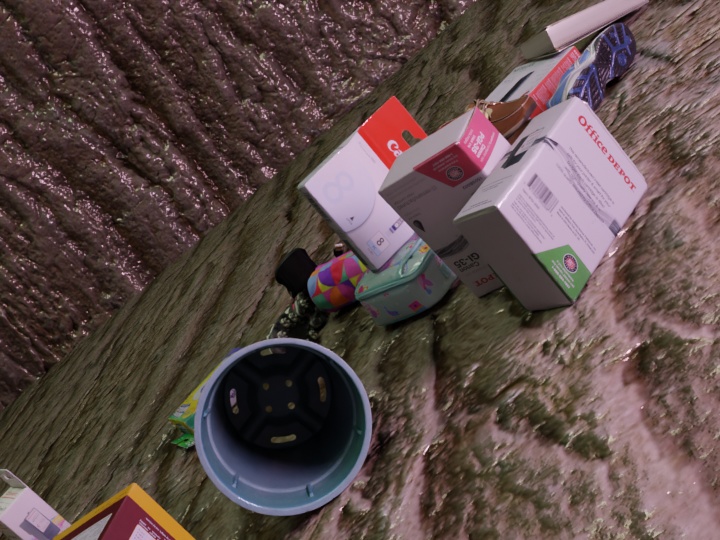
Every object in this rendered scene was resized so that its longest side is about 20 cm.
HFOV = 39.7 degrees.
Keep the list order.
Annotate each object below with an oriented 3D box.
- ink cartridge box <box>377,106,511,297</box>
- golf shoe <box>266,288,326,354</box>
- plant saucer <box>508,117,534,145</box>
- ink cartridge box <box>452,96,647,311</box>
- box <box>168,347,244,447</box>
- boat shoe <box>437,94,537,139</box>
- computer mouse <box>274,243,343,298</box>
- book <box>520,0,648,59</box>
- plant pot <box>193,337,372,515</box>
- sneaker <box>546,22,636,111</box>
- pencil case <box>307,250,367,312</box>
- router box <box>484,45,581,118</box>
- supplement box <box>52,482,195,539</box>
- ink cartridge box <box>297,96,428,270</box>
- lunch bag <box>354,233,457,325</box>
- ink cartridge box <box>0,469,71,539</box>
[{"bbox_3d":[0.145,-0.079,1.230,0.146,0.200,0.083,-29,24,42],"label":"ink cartridge box"},{"bbox_3d":[-0.114,0.109,1.638,0.088,0.077,0.200,-44,4,22],"label":"golf shoe"},{"bbox_3d":[0.219,-0.164,1.590,0.200,0.035,0.200,-39,16,13],"label":"plant saucer"},{"bbox_3d":[0.220,-0.076,1.135,0.200,0.147,0.083,-50,17,-29],"label":"ink cartridge box"},{"bbox_3d":[-0.254,0.219,1.720,0.200,0.048,0.117,-50,16,-21],"label":"box"},{"bbox_3d":[0.199,-0.242,1.644,0.200,0.074,0.076,-25,22,49],"label":"boat shoe"},{"bbox_3d":[-0.076,0.002,1.748,0.140,0.046,0.200,-45,-20,-12],"label":"computer mouse"},{"bbox_3d":[0.399,-0.445,1.794,0.200,0.048,0.134,-28,8,-10],"label":"book"},{"bbox_3d":[-0.096,0.168,1.209,0.200,0.200,0.196,-43,7,-2],"label":"plant pot"},{"bbox_3d":[0.361,-0.317,1.570,0.200,0.076,0.077,-47,20,-22],"label":"sneaker"},{"bbox_3d":[0.000,0.000,1.607,0.200,0.088,0.088,-30,19,42],"label":"pencil case"},{"bbox_3d":[0.287,-0.306,1.782,0.180,0.049,0.200,-47,16,-16],"label":"router box"},{"bbox_3d":[-0.227,0.361,0.961,0.133,0.197,0.200,-36,16,25],"label":"supplement box"},{"bbox_3d":[0.034,-0.125,1.413,0.200,0.160,0.047,-45,15,-11],"label":"ink cartridge box"},{"bbox_3d":[0.091,-0.019,1.435,0.160,0.077,0.200,-26,22,48],"label":"lunch bag"},{"bbox_3d":[-0.524,0.406,1.589,0.067,0.200,0.117,-51,17,-29],"label":"ink cartridge box"}]
